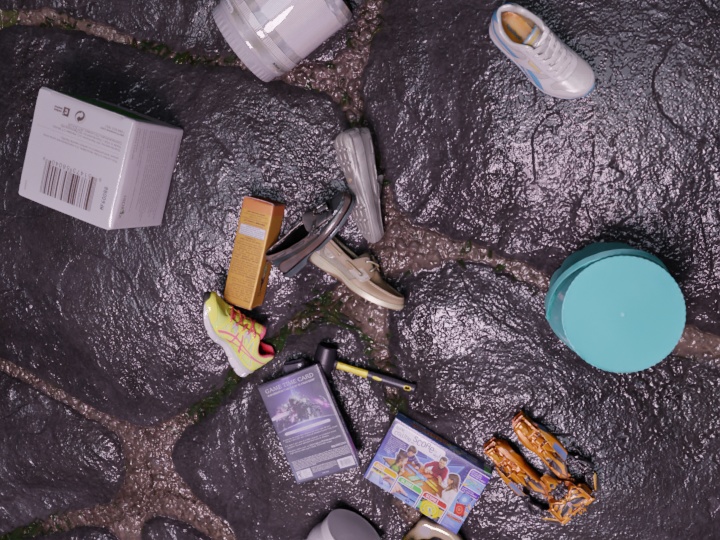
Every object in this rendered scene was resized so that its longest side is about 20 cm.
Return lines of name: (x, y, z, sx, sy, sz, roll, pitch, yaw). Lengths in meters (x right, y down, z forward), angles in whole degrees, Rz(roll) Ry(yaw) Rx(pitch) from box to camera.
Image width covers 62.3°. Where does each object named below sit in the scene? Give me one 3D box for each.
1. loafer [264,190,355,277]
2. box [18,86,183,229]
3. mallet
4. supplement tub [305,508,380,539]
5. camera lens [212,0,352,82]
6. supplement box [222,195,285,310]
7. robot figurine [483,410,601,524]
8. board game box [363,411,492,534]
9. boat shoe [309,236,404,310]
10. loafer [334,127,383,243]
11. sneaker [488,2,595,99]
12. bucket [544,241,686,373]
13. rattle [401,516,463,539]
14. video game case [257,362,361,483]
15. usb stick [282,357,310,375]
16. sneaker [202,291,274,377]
loafer: (-0.091, -0.068, 1.039, 0.063, 0.072, 0.200, 32, 117, -25)
box: (-0.469, -0.201, 1.095, 0.197, 0.171, 0.202, 20, 100, 10)
mallet: (0.003, 0.199, 1.106, 0.198, 0.041, 0.066, 24, 102, 5)
supplement tub: (-0.058, 0.564, 1.107, 0.144, 0.144, 0.201, 33, 103, 7)
camera lens: (-0.124, -0.436, 0.991, 0.199, 0.160, 0.161, -34, 89, 14)
supplement box: (-0.198, -0.034, 1.107, 0.068, 0.067, 0.202, 14, 99, 11)
robot figurine: (0.318, 0.352, 1.037, 0.200, 0.058, 0.145, 44, 105, 5)
board game box: (0.123, 0.371, 1.096, 0.199, 0.034, 0.136, 30, 102, 7)
boat shoe: (0.000, 0.000, 1.063, 0.199, 0.072, 0.065, 33, 101, 14)
loafer: (0.013, -0.149, 1.042, 0.069, 0.070, 0.202, -22, 111, -25)
sneaker: (0.287, -0.345, 0.948, 0.199, 0.081, 0.077, 38, 102, 5)
bucket: (0.399, 0.056, 0.942, 0.205, 0.135, 0.210, 1, 97, 11)
rattle: (0.158, 0.549, 1.061, 0.200, 0.143, 0.130, 41, 87, 11)
video game case: (-0.098, 0.287, 1.113, 0.142, 0.019, 0.202, -23, 89, 24)
usb stick: (-0.101, 0.264, 1.137, 0.055, 0.033, 0.202, -13, 94, 16)
sneaker: (-0.223, 0.107, 1.103, 0.089, 0.079, 0.201, -19, 129, 8)
